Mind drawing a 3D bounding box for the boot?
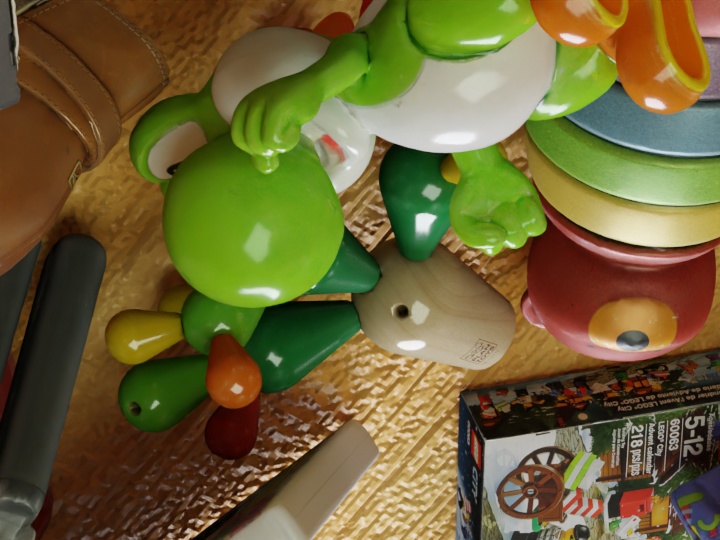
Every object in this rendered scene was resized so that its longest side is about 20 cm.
[{"bbox_3d":[-0.179,-0.068,0.956,0.155,0.200,0.074,-46,163,-26],"label":"boot"}]

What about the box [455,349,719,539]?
[{"bbox_3d":[0.110,0.131,1.215,0.136,0.038,0.201,-9,125,-12],"label":"box"}]

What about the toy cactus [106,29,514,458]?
[{"bbox_3d":[0.000,0.000,1.058,0.165,0.102,0.200,25,105,-40],"label":"toy cactus"}]

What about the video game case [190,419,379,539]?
[{"bbox_3d":[-0.080,0.132,1.073,0.182,0.200,0.024,-37,89,10],"label":"video game case"}]

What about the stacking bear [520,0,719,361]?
[{"bbox_3d":[0.110,-0.049,1.047,0.121,0.114,0.200,1,130,-9],"label":"stacking bear"}]

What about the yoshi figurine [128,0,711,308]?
[{"bbox_3d":[0.010,-0.044,0.920,0.200,0.112,0.113,-21,100,28],"label":"yoshi figurine"}]

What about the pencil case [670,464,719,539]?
[{"bbox_3d":[0.216,0.065,1.121,0.200,0.078,0.087,-42,156,17],"label":"pencil case"}]

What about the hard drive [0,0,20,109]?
[{"bbox_3d":[-0.177,-0.141,0.842,0.038,0.200,0.140,-27,131,-31],"label":"hard drive"}]

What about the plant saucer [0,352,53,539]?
[{"bbox_3d":[-0.184,0.079,1.012,0.037,0.200,0.200,3,129,20],"label":"plant saucer"}]

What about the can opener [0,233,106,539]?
[{"bbox_3d":[-0.144,0.078,1.024,0.053,0.201,0.067,20,151,-13],"label":"can opener"}]
